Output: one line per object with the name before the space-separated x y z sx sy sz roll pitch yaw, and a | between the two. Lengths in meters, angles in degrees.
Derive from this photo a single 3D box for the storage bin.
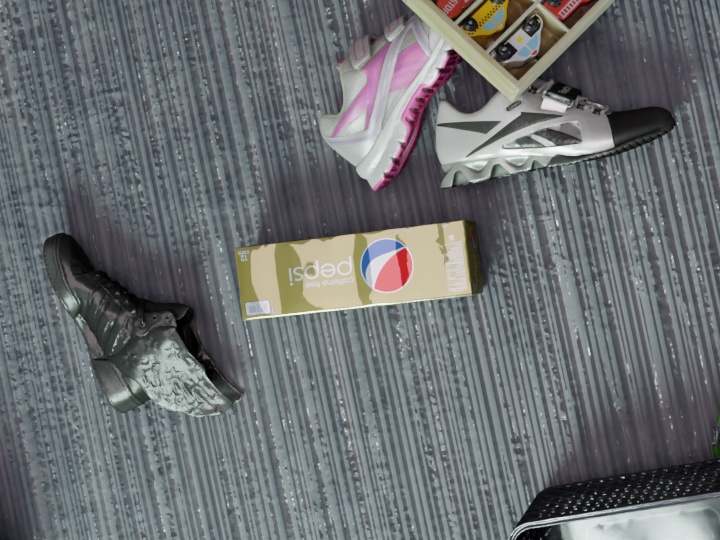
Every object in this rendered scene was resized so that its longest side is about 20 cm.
storage bin | 0.231 0.238 1.482 0.199 0.094 0.136 -12 98 20

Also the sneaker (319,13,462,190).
sneaker | 0.028 -0.172 1.540 0.088 0.081 0.201 29 96 8

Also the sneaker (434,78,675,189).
sneaker | 0.155 -0.126 1.519 0.199 0.074 0.089 -9 91 11

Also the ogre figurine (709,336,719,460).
ogre figurine | 0.365 0.092 1.474 0.200 0.098 0.120 -12 103 44

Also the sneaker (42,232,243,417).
sneaker | -0.190 0.045 1.604 0.104 0.060 0.200 -24 92 12

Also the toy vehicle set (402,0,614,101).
toy vehicle set | 0.144 -0.246 1.499 0.124 0.027 0.200 42 72 7

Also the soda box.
soda box | 0.000 0.000 1.557 0.199 0.068 0.064 -6 90 12
